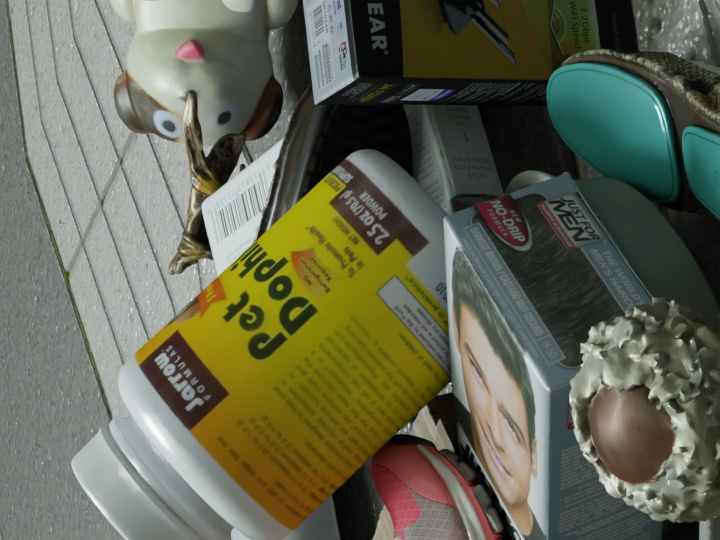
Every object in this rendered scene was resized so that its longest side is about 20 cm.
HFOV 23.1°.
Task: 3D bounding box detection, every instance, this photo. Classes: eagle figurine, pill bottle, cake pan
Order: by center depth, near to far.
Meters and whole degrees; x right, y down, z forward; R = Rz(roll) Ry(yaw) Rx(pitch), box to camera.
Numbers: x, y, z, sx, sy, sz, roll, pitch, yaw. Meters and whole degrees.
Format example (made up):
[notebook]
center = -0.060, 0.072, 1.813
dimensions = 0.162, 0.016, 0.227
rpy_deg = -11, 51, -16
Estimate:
[cake pan]
center = 0.120, 0.045, 0.793
dimensions = 0.200, 0.037, 0.201
rpy_deg = 160, 90, -78
[pill bottle]
center = -0.033, 0.047, 0.806
dimensions = 0.200, 0.109, 0.109
rpy_deg = -43, 37, -2
[eagle figurine]
center = -0.036, -0.002, 1.103
dimensions = 0.199, 0.151, 0.152
rpy_deg = 25, 162, 29

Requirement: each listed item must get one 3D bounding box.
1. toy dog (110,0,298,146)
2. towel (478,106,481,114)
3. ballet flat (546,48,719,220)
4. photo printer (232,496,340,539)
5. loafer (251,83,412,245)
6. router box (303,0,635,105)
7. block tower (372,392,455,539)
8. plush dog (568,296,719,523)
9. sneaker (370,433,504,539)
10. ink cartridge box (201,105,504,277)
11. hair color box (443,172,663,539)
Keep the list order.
[toy dog]
center = -0.110, -0.183, 1.174
dimensions = 0.194, 0.139, 0.201
rpy_deg = 146, 128, -75
[towel]
center = 0.022, -0.171, 1.007
dimensions = 0.147, 0.049, 0.201
rpy_deg = 20, 110, 60
[ballet flat]
center = 0.154, -0.056, 0.746
dimensions = 0.200, 0.075, 0.068
rpy_deg = -141, 38, -64
[photo printer]
center = -0.066, 0.153, 1.183
dimensions = 0.166, 0.069, 0.201
rpy_deg = 126, 135, -66
[loafer]
center = -0.032, -0.008, 0.896
dimensions = 0.071, 0.073, 0.201
rpy_deg = 28, 109, 46
[router box]
center = 0.046, -0.182, 0.858
dimensions = 0.052, 0.156, 0.201
rpy_deg = -22, 73, 62
[block tower]
center = 0.050, 0.131, 0.950
dimensions = 0.200, 0.057, 0.054
rpy_deg = 108, 145, -54
[plush dog]
center = 0.201, 0.034, 0.619
dimensions = 0.200, 0.160, 0.172
rpy_deg = 40, 121, 9
[sneaker]
center = 0.033, 0.160, 0.772
dimensions = 0.074, 0.086, 0.201
rpy_deg = 87, 161, -55
[ink cartridge box]
center = 0.000, 0.000, 0.947
dimensions = 0.200, 0.043, 0.175
rpy_deg = -33, 65, 44
[hair color box]
center = 0.083, 0.068, 0.755
dimensions = 0.201, 0.060, 0.099
rpy_deg = 85, 162, -48
